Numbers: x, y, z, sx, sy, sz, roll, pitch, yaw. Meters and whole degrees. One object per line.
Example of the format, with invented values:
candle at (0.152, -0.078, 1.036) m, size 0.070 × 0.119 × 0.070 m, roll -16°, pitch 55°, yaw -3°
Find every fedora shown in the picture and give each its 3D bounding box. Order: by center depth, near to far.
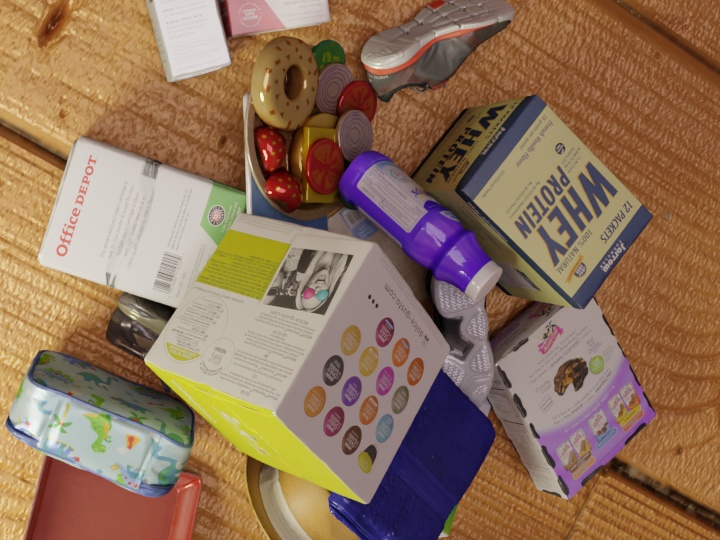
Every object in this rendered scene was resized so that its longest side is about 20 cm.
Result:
fedora at (-0.044, 0.261, 1.294) m, size 0.081 × 0.201 × 0.201 m, roll -36°, pitch 107°, yaw 23°

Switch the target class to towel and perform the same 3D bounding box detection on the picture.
towel at (0.057, 0.216, 1.252) m, size 0.148 × 0.049 × 0.201 m, roll 47°, pitch 65°, yaw -25°

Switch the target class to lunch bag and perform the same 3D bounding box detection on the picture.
lunch bag at (-0.280, 0.164, 1.244) m, size 0.198 × 0.161 × 0.083 m, roll 25°, pitch 97°, yaw -14°

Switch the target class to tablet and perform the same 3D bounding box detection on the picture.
tablet at (-0.083, -0.099, 1.279) m, size 0.129 × 0.014 × 0.203 m, roll -9°, pitch 100°, yaw -49°

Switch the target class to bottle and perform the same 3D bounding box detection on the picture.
bottle at (0.066, -0.048, 1.229) m, size 0.200 × 0.083 × 0.066 m, roll 42°, pitch 105°, yaw 18°

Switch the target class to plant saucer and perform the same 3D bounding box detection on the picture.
plant saucer at (-0.289, 0.310, 1.277) m, size 0.198 × 0.037 × 0.203 m, roll 22°, pitch 67°, yaw -31°

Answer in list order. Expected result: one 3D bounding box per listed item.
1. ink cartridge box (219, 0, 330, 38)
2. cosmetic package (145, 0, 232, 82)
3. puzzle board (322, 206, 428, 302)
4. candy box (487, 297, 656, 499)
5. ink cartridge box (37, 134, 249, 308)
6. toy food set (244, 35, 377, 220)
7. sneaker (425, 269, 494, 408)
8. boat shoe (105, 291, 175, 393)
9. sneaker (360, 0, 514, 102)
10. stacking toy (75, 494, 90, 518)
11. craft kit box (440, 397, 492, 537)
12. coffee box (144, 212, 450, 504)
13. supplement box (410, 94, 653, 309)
ink cartridge box at (-0.107, -0.368, 1.251) m, size 0.115 × 0.067 × 0.203 m, roll -11°, pitch 101°, yaw -11°
cosmetic package at (-0.200, -0.311, 1.221) m, size 0.073 × 0.102 × 0.203 m, roll -17°, pitch 101°, yaw -11°
puzzle board at (0.000, 0.000, 1.359) m, size 0.199 × 0.017 × 0.152 m, roll -37°, pitch 103°, yaw -6°
candy box at (0.248, 0.145, 1.391) m, size 0.167 × 0.071 × 0.202 m, roll -36°, pitch 105°, yaw -22°
ink cartridge box at (-0.241, -0.051, 1.258) m, size 0.197 × 0.084 × 0.148 m, roll 19°, pitch 93°, yaw -15°
toy food set at (-0.052, -0.157, 1.263) m, size 0.197 × 0.048 × 0.203 m, roll -4°, pitch 96°, yaw -49°
sneaker at (0.115, 0.066, 1.329) m, size 0.074 × 0.114 × 0.203 m, roll -2°, pitch 109°, yaw 1°
boat shoe at (-0.204, 0.101, 1.304) m, size 0.199 × 0.075 × 0.074 m, roll 36°, pitch 102°, yaw -10°
sneaker at (0.091, -0.259, 1.326) m, size 0.198 × 0.077 × 0.083 m, roll -24°, pitch 133°, yaw -13°
stacking toy at (-0.354, 0.345, 1.292) m, size 0.115 × 0.109 × 0.203 m, roll 23°, pitch 82°, yaw -25°
craft kit box at (0.053, 0.176, 1.324) m, size 0.199 × 0.048 × 0.199 m, roll 39°, pitch 53°, yaw -22°
coffee box at (-0.061, 0.089, 1.174) m, size 0.199 × 0.198 × 0.200 m, roll -59°, pitch 138°, yaw -20°
supplement box at (0.183, -0.076, 1.288) m, size 0.200 × 0.199 × 0.135 m, roll 42°, pitch 81°, yaw -16°
